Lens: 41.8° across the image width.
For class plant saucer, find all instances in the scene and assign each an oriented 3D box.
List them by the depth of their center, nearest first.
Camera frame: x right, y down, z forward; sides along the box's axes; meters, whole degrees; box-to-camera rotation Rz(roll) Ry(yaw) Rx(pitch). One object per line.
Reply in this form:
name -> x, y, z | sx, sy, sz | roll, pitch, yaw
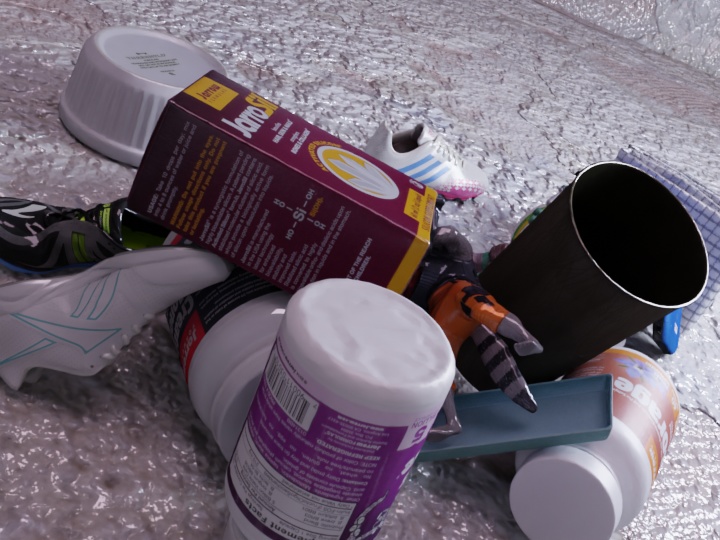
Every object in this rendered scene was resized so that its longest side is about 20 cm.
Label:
plant saucer -> 0.104, 0.122, 0.754 | 0.198, 0.019, 0.070 | -12, 27, 21

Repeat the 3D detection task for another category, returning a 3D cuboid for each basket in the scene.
basket -> 0.174, 0.020, 0.821 | 0.180, 0.200, 0.137 | -22, 74, -46

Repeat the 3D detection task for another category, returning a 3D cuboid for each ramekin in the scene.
ramekin -> -0.238, -0.203, 1.084 | 0.200, 0.095, 0.203 | 18, 30, -11

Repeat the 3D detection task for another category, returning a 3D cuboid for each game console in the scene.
game console -> 0.302, -0.004, 1.061 | 0.117, 0.173, 0.200 | 6, -7, 23

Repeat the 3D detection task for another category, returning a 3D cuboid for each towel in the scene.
towel -> 0.385, -0.043, 1.200 | 0.199, 0.167, 0.085 | 36, 26, 22

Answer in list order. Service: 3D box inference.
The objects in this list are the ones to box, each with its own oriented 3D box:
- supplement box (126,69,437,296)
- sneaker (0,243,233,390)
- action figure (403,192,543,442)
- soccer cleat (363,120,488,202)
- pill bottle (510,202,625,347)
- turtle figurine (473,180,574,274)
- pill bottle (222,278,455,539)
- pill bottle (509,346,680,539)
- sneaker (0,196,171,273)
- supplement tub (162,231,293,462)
supplement box -> -0.051, -0.052, 0.681 | 0.199, 0.086, 0.111 | 28, 24, -5
sneaker -> -0.181, 0.031, 0.688 | 0.198, 0.081, 0.070 | -16, -2, 9
action figure -> 0.063, 0.050, 0.785 | 0.104, 0.201, 0.195 | 10, 38, -26
soccer cleat -> 0.097, -0.146, 1.239 | 0.198, 0.087, 0.070 | 5, 34, -30
pill bottle -> 0.232, 0.016, 1.044 | 0.110, 0.112, 0.201 | 18, 30, -10
turtle figurine -> 0.187, -0.029, 0.934 | 0.102, 0.198, 0.150 | 68, 18, 1
pill bottle -> -0.024, 0.116, 0.604 | 0.111, 0.201, 0.113 | 17, 30, -10
pill bottle -> 0.198, 0.151, 0.799 | 0.112, 0.113, 0.200 | 32, 30, 15
sneaker -> -0.234, -0.036, 0.817 | 0.197, 0.083, 0.071 | 10, 50, -21
supplement tub -> -0.077, 0.046, 0.742 | 0.139, 0.141, 0.201 | 5, 33, -29
